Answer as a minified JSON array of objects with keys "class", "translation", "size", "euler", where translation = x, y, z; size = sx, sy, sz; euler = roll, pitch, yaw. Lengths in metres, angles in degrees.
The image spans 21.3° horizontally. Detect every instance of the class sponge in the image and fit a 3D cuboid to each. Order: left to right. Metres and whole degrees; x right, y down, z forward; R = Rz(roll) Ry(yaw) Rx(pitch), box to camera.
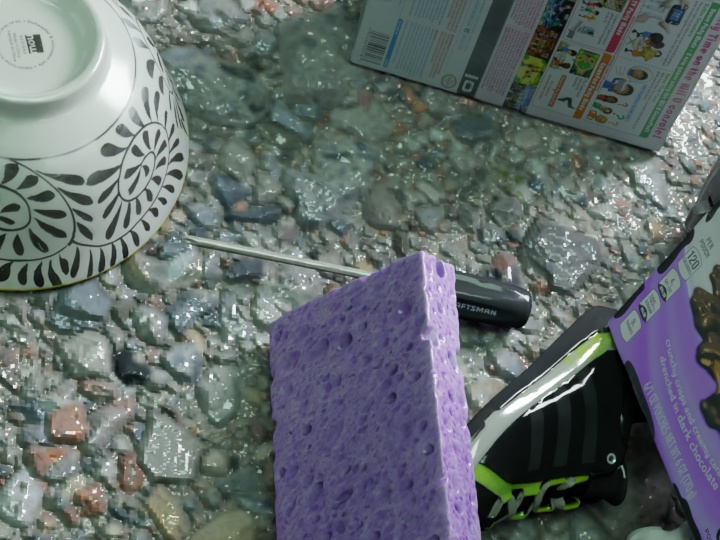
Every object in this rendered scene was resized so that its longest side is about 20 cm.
[{"class":"sponge","translation":[0.005,0.099,0.952],"size":[0.030,0.111,0.202],"euler":[27,49,-44]}]

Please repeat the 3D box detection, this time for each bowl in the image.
[{"class":"bowl","translation":[-0.184,-0.100,1.027],"size":[0.198,0.094,0.203],"euler":[6,58,-10]}]

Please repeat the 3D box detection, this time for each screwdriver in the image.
[{"class":"screwdriver","translation":[0.000,0.000,1.048],"size":[0.198,0.029,0.028],"euler":[14,58,-12]}]

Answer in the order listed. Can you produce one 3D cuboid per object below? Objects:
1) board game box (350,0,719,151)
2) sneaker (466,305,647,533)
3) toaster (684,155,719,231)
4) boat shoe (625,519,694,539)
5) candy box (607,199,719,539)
[{"class":"board game box","translation":[0.108,-0.161,1.103],"size":[0.198,0.148,0.065],"euler":[17,55,-4]},{"class":"sneaker","translation":[0.103,0.096,0.997],"size":[0.083,0.072,0.200],"euler":[43,60,11]},{"class":"toaster","translation":[0.284,-0.021,1.086],"size":[0.198,0.114,0.130],"euler":[-10,61,-17]},{"class":"boat shoe","translation":[0.155,0.164,0.977],"size":[0.199,0.074,0.067],"euler":[-27,64,-39]},{"class":"candy box","translation":[0.226,0.034,0.927],"size":[0.071,0.200,0.169],"euler":[9,46,-32]}]
